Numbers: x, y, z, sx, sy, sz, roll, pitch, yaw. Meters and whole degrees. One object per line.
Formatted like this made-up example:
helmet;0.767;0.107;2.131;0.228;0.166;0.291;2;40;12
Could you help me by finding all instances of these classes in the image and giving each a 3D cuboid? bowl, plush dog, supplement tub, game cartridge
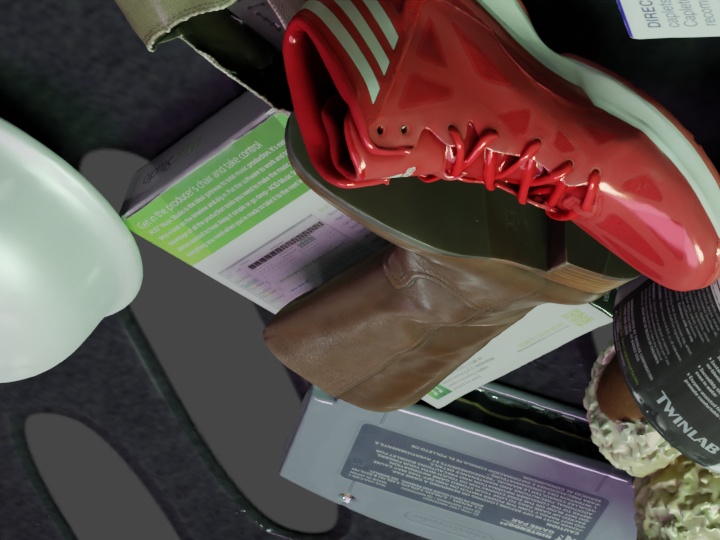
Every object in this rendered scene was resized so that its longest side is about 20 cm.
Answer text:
bowl;-0.213;-0.001;1.249;0.201;0.090;0.201;20;153;10
plush dog;0.214;0.117;1.233;0.172;0.200;0.160;0;-177;32
supplement tub;0.202;-0.001;1.073;0.122;0.123;0.200;26;146;-15
game cartridge;0.061;0.105;1.375;0.200;0.041;0.133;18;144;-3

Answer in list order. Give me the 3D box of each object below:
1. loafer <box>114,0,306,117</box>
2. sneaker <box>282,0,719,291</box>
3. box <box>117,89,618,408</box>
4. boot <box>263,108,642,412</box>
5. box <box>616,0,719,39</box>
loafer;-0.071;-0.130;1.040;0.200;0.070;0.075;32;144;-25
sneaker;0.049;-0.042;1.025;0.200;0.116;0.078;41;145;5
box;0.005;-0.013;1.220;0.200;0.036;0.144;30;145;-24
boot;0.000;0.000;1.143;0.186;0.064;0.200;23;151;-27
box;0.168;-0.173;0.841;0.200;0.105;0.184;0;145;22
